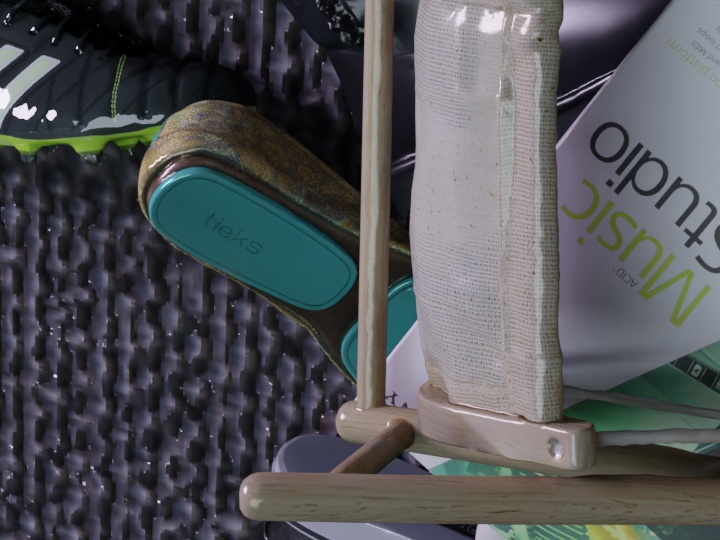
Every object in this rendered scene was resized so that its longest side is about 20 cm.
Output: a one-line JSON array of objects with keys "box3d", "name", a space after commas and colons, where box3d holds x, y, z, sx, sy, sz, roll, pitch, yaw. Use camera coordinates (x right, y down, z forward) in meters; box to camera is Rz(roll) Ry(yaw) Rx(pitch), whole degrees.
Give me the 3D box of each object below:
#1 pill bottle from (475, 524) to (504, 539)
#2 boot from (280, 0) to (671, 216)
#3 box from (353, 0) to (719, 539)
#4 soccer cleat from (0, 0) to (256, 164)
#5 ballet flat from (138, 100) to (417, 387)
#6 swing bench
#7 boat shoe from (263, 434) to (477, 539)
[{"box3d": [0.151, 0.110, 0.891, 0.200, 0.111, 0.111, 30, 121, 14], "name": "pill bottle"}, {"box3d": [0.042, -0.127, 0.870, 0.200, 0.076, 0.168, -25, 101, 39], "name": "boot"}, {"box3d": [0.110, 0.018, 0.812, 0.144, 0.036, 0.200, 41, 112, 10], "name": "box"}, {"box3d": [-0.135, -0.087, 0.987, 0.200, 0.068, 0.081, 3, 99, 26], "name": "soccer cleat"}, {"box3d": [0.000, 0.000, 0.944, 0.200, 0.071, 0.071, 36, 126, -20], "name": "ballet flat"}, {"box3d": [0.074, -0.024, 0.734, 0.200, 0.130, 0.199, 4, 100, 15], "name": "swing bench"}, {"box3d": [0.043, 0.139, 0.980, 0.199, 0.074, 0.068, 23, 120, 19], "name": "boat shoe"}]
